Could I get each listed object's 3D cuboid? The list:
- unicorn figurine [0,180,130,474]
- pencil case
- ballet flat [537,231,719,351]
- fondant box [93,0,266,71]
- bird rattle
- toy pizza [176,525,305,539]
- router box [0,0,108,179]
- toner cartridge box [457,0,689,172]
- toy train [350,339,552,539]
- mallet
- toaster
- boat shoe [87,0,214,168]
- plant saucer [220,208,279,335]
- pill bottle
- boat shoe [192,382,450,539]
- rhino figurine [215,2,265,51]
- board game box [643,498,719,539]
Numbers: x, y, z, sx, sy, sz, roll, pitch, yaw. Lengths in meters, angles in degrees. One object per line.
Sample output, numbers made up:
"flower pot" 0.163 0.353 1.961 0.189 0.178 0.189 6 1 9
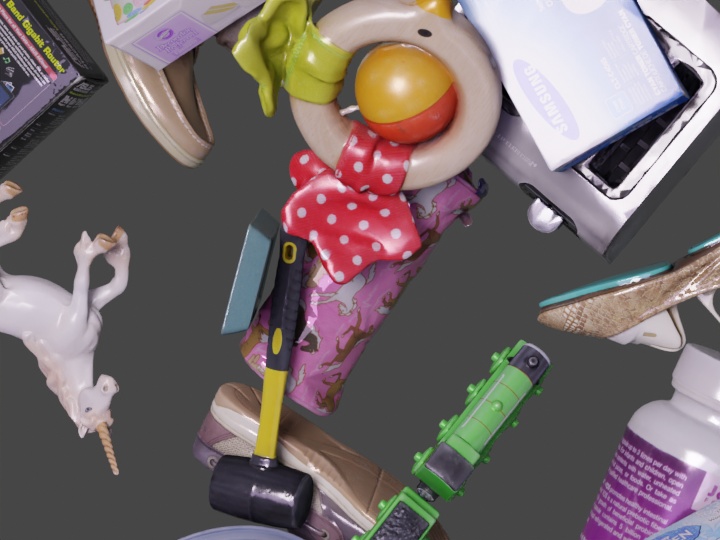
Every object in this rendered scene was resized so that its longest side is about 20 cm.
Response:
"unicorn figurine" -0.217 0.027 1.523 0.199 0.074 0.138 27 106 7
"pencil case" 0.000 0.000 1.468 0.086 0.083 0.200 35 98 -7
"ballet flat" 0.215 0.015 1.431 0.199 0.070 0.066 -22 91 14
"fondant box" -0.116 -0.252 1.429 0.144 0.058 0.201 -30 59 23
"bird rattle" 0.007 -0.094 1.335 0.162 0.113 0.201 -15 112 21
"toy pizza" -0.100 0.253 1.473 0.199 0.032 0.201 -10 119 -19
"router box" -0.296 -0.160 1.540 0.150 0.062 0.200 -40 83 11
"toner cartridge box" 0.111 -0.170 1.341 0.095 0.043 0.201 -30 85 13
"toy train" 0.061 0.122 1.435 0.042 0.056 0.200 38 71 3
"mallet" -0.046 0.073 1.420 0.066 0.041 0.201 19 107 14
"toaster" 0.151 -0.128 1.416 0.181 0.119 0.200 41 99 8
"boat shoe" -0.140 -0.168 1.504 0.065 0.072 0.201 -26 80 13
"plant saucer" -0.069 0.000 1.428 0.019 0.200 0.070 15 94 -2
"pill bottle" 0.209 0.154 1.412 0.112 0.112 0.201 23 97 11
"boat shoe" -0.026 0.155 1.489 0.200 0.072 0.065 36 111 6
"rhino figurine" -0.039 -0.227 1.463 0.060 0.087 0.201 34 98 9
"board game box" 0.238 0.239 1.364 0.198 0.043 0.201 -25 114 -13
